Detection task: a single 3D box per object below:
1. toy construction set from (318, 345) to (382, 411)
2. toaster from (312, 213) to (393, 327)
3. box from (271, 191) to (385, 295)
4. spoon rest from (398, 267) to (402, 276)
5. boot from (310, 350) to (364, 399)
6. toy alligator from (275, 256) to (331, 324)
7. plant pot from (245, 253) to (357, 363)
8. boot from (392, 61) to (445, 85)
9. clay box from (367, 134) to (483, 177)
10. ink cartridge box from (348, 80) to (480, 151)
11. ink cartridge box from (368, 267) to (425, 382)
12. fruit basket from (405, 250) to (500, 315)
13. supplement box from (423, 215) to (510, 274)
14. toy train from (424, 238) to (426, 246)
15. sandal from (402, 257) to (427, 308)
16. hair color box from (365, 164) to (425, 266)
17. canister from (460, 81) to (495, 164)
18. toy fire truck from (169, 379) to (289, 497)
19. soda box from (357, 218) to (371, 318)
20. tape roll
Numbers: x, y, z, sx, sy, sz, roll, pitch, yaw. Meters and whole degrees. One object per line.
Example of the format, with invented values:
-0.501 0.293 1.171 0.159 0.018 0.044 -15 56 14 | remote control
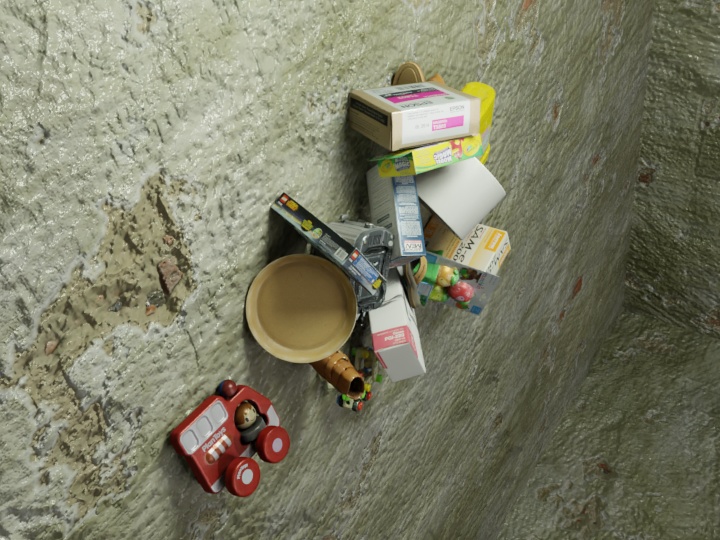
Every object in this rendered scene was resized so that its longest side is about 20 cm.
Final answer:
-0.010 0.228 1.642 0.199 0.092 0.132 -14 118 -55 | toy construction set
-0.021 -0.005 1.456 0.113 0.129 0.202 -13 116 -45 | toaster
-0.056 -0.047 1.315 0.040 0.200 0.137 -49 147 -4 | box
0.077 -0.044 1.689 0.100 0.060 0.200 -63 162 -13 | spoon rest
-0.072 0.167 1.431 0.077 0.155 0.200 -41 146 -11 | boot
-0.080 0.042 1.388 0.054 0.059 0.201 -34 109 1 | toy alligator
-0.105 0.066 1.345 0.028 0.198 0.202 -102 -158 -77 | plant pot
0.141 -0.378 1.586 0.156 0.076 0.201 -53 139 -36 | boot
0.122 -0.215 1.420 0.199 0.115 0.048 -21 104 -31 | clay box
0.100 -0.295 1.408 0.199 0.165 0.076 -14 120 -26 | ink cartridge box
0.073 0.117 1.627 0.146 0.084 0.201 62 14 -51 | ink cartridge box
0.204 0.036 1.737 0.186 0.199 0.094 105 10 -58 | fruit basket
0.242 -0.052 1.796 0.126 0.199 0.074 -58 147 -23 | supplement box
0.113 -0.110 1.710 0.034 0.046 0.201 -48 146 -20 | toy train
0.118 -0.001 1.600 0.082 0.054 0.201 -94 173 -53 | sandal
0.069 -0.115 1.493 0.060 0.100 0.202 0 78 -28 | hair color box
0.251 -0.317 1.739 0.149 0.086 0.201 -56 159 -29 | canister
-0.228 0.289 1.324 0.200 0.112 0.169 -44 121 -40 | toy fire truck
0.000 0.000 1.565 0.068 0.063 0.201 31 79 -58 | soda box
0.195 -0.183 1.614 0.139 0.203 0.203 -45 148 5 | tape roll
